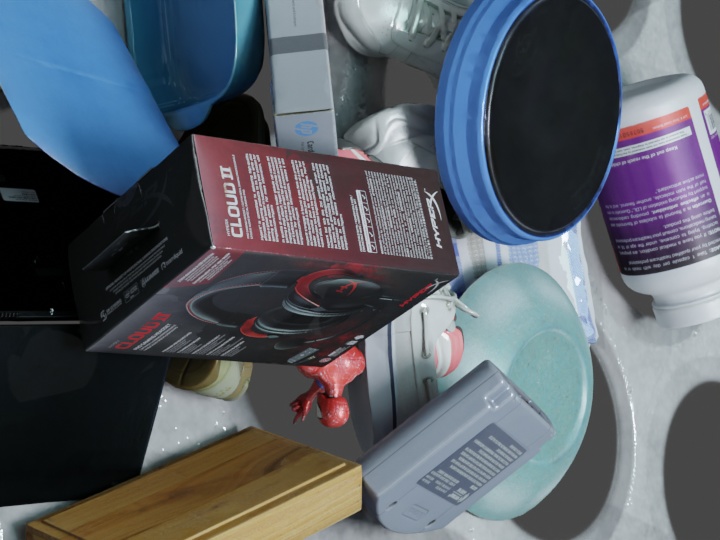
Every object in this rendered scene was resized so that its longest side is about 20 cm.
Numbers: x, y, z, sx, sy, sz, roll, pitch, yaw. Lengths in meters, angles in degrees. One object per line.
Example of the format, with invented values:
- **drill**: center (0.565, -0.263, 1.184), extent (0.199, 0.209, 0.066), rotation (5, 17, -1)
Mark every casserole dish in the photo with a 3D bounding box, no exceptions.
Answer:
- **casserole dish**: center (-0.106, -0.190, 1.259), extent (0.039, 0.121, 0.201), rotation (-2, 85, -41)

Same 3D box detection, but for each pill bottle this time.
- **pill bottle**: center (0.258, -0.058, 1.638), extent (0.112, 0.112, 0.200), rotation (-27, 103, -46)

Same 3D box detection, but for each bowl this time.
- **bowl**: center (0.129, -0.117, 1.433), extent (0.200, 0.039, 0.201), rotation (-14, 109, -50)

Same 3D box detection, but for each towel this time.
- **towel**: center (0.116, -0.001, 1.539), extent (0.200, 0.024, 0.147), rotation (-6, 87, -47)

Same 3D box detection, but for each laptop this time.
- **laptop**: center (-0.212, 0.031, 1.190), extent (0.177, 0.103, 0.200), rotation (1, 57, -48)

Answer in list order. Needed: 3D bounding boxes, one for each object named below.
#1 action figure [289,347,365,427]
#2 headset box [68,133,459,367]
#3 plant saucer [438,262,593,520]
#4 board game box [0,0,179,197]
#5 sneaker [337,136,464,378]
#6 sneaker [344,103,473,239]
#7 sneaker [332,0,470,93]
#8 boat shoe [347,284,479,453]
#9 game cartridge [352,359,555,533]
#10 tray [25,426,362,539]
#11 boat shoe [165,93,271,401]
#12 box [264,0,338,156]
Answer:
- **action figure**: center (-0.055, 0.025, 1.330), extent (0.065, 0.099, 0.200), rotation (9, 54, -43)
- **headset box**: center (-0.067, -0.007, 1.155), extent (0.200, 0.149, 0.075), rotation (7, 61, -38)
- **plant saucer**: center (0.129, 0.095, 1.498), extent (0.201, 0.039, 0.202), rotation (-6, 99, -47)
- **board game box**: center (-0.189, -0.111, 1.191), extent (0.158, 0.039, 0.200), rotation (10, 46, -58)
- **sneaker**: center (0.000, 0.000, 1.379), extent (0.087, 0.074, 0.200), rotation (-31, 101, -29)
- **sneaker**: center (0.076, -0.072, 1.465), extent (0.200, 0.078, 0.100), rotation (-7, 78, -38)
- **sneaker**: center (0.064, -0.183, 1.460), extent (0.200, 0.099, 0.075), rotation (24, 74, -41)
- **boat shoe**: center (0.037, 0.028, 1.327), extent (0.086, 0.075, 0.202), rotation (-10, 111, -17)
- **game cartridge**: center (0.063, 0.128, 1.349), extent (0.042, 0.133, 0.200), rotation (57, 5, 19)
- **tray**: center (-0.100, 0.153, 1.216), extent (0.200, 0.098, 0.037), rotation (-19, 117, -47)
- **boat shoe**: center (-0.089, -0.016, 1.290), extent (0.063, 0.073, 0.201), rotation (26, 65, -57)
- **box**: center (-0.040, -0.133, 1.277), extent (0.156, 0.041, 0.200), rotation (87, -3, -56)
